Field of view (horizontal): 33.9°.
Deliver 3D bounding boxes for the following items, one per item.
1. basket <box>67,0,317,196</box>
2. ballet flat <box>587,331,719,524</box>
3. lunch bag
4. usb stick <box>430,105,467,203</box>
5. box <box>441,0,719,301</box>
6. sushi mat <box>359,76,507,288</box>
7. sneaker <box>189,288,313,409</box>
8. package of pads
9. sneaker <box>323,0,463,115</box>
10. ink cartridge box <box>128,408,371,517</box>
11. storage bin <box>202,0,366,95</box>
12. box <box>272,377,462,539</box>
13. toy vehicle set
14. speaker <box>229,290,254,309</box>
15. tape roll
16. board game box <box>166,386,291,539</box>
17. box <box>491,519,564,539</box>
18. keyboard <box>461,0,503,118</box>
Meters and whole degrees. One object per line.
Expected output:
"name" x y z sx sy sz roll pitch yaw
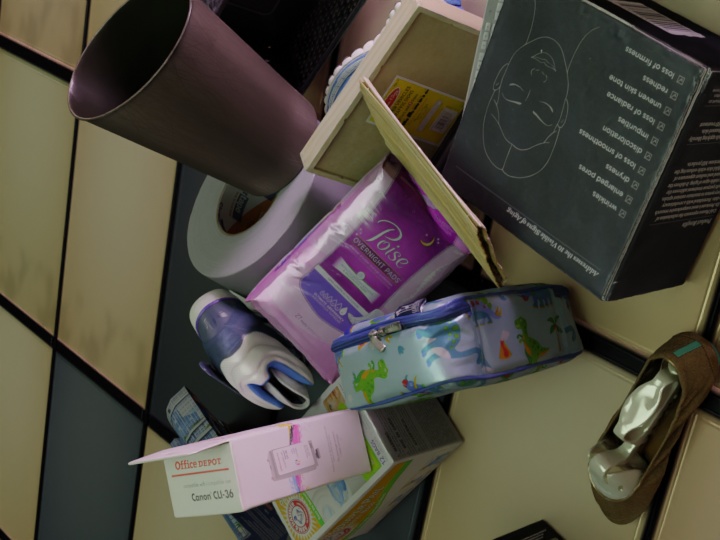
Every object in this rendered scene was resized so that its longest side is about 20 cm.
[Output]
"basket" -0.150 -0.164 1.149 0.180 0.200 0.137 -21 53 37
"ballet flat" 0.232 0.139 0.993 0.068 0.072 0.201 45 126 33
"lunch bag" 0.083 0.067 1.046 0.160 0.199 0.083 -22 80 47
"usb stick" 0.107 -0.121 1.101 0.033 0.055 0.200 -90 26 -51
"box" 0.195 -0.114 0.955 0.200 0.124 0.197 41 123 36
"sushi mat" 0.060 -0.078 1.011 0.012 0.096 0.200 -34 56 -1
"sneaker" -0.089 0.108 1.243 0.081 0.200 0.147 -44 54 3
"package of pads" 0.000 0.000 1.118 0.120 0.076 0.200 44 109 -7
"sneaker" 0.036 -0.183 1.146 0.200 0.078 0.089 -46 61 40
"ink cartridge box" -0.104 0.185 1.114 0.116 0.199 0.068 -18 82 47
"storage bin" -0.087 -0.281 1.201 0.200 0.135 0.094 -50 41 39
"box" -0.006 0.195 1.232 0.200 0.101 0.113 -50 60 39
"toy vehicle set" 0.047 -0.154 1.095 0.200 0.124 0.027 -52 37 32
"speaker" -0.057 0.000 1.272 0.200 0.081 0.082 -5 92 46
"tape roll" -0.093 -0.069 1.241 0.200 0.066 0.201 -29 45 34
"board game box" -0.158 0.232 1.368 0.200 0.062 0.200 44 171 45
"box" 0.138 0.324 1.029 0.164 0.199 0.086 41 124 34
"keyboard" 0.123 -0.160 1.044 0.056 0.011 0.201 11 126 1
